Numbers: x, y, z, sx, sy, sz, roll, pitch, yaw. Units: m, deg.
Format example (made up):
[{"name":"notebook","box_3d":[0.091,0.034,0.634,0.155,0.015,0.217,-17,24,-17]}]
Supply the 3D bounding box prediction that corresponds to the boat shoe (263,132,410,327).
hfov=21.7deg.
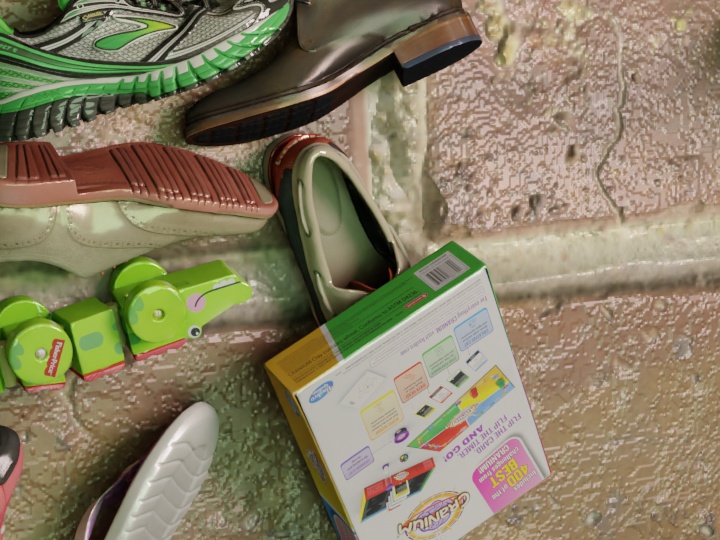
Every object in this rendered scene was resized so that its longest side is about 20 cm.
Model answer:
[{"name":"boat shoe","box_3d":[0.000,0.000,1.230,0.071,0.063,0.200,-33,112,-17]}]

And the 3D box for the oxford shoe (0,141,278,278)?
[{"name":"oxford shoe","box_3d":[-0.151,-0.035,1.165,0.200,0.071,0.074,4,119,-21]}]

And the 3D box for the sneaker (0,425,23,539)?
[{"name":"sneaker","box_3d":[-0.251,0.189,1.161,0.087,0.074,0.200,27,92,-39]}]

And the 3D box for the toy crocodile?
[{"name":"toy crocodile","box_3d":[-0.163,0.040,1.164,0.200,0.068,0.062,-19,112,-17]}]

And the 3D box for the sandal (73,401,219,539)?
[{"name":"sandal","box_3d":[-0.157,0.168,1.196,0.050,0.082,0.203,28,89,18]}]

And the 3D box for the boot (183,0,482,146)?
[{"name":"boot","box_3d":[-0.032,-0.150,1.201,0.200,0.075,0.097,-21,83,-10]}]

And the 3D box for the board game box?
[{"name":"board game box","box_3d":[0.036,0.100,1.241,0.153,0.040,0.200,-32,130,-16]}]

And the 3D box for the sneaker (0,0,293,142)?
[{"name":"sneaker","box_3d":[-0.135,-0.142,1.121,0.200,0.078,0.085,-17,102,-4]}]
